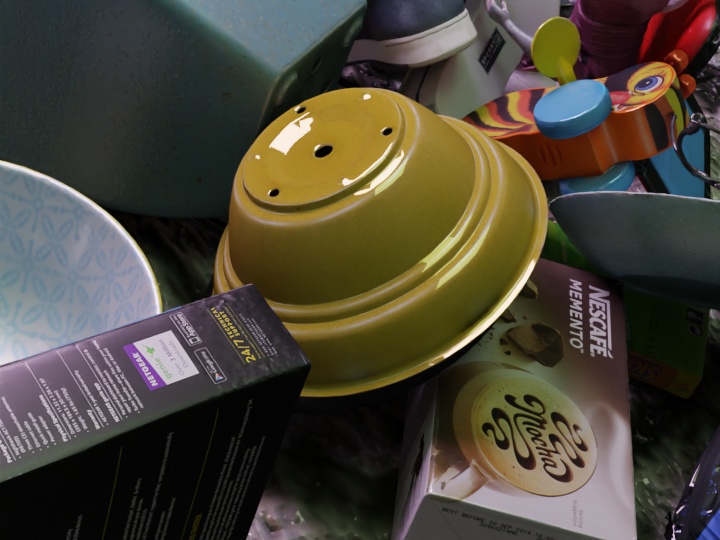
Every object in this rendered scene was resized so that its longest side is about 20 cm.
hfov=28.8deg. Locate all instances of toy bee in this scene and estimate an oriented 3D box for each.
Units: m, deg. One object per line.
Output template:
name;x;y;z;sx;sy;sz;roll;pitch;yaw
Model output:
toy bee;0.157;-0.087;0.860;0.198;0.132;0.109;22;49;26

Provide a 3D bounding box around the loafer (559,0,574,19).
loafer;0.094;-0.202;1.055;0.198;0.071;0.068;-3;20;-2

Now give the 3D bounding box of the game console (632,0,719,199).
game console;0.244;-0.133;0.989;0.118;0.173;0.201;26;40;-9

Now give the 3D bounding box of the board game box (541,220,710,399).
board game box;0.131;0.009;0.918;0.198;0.030;0.096;24;41;0

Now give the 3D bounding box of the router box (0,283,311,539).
router box;-0.113;0.107;0.583;0.148;0.201;0.051;-18;55;-35

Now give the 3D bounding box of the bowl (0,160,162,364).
bowl;-0.202;0.048;0.682;0.198;0.108;0.201;11;41;-10

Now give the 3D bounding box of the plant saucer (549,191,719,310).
plant saucer;0.206;-0.003;0.829;0.198;0.201;0.039;13;84;-8

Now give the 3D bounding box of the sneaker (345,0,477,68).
sneaker;-0.008;-0.211;0.929;0.077;0.147;0.202;-32;20;-23

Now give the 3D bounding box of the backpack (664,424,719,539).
backpack;0.264;0.115;0.730;0.167;0.163;0.200;38;72;21

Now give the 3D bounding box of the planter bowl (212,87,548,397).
planter bowl;-0.007;-0.037;0.744;0.198;0.084;0.202;-17;40;15

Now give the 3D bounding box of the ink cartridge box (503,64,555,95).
ink cartridge box;0.127;-0.119;1.044;0.199;0.039;0.099;-24;57;-40

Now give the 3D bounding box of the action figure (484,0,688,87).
action figure;0.172;-0.170;0.921;0.148;0.202;0.134;34;48;25

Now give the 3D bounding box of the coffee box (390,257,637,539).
coffee box;0.085;0.084;0.778;0.112;0.080;0.201;16;41;-5

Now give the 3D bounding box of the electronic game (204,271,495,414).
electronic game;0.000;0.000;0.799;0.198;0.042;0.201;-17;40;14

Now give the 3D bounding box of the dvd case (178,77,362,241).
dvd case;-0.095;-0.102;0.955;0.148;0.016;0.200;28;43;10

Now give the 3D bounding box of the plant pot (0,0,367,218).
plant pot;-0.113;-0.150;0.850;0.199;0.197;0.197;33;43;8

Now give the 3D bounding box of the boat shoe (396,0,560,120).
boat shoe;0.078;-0.153;0.975;0.072;0.065;0.201;49;50;-27
